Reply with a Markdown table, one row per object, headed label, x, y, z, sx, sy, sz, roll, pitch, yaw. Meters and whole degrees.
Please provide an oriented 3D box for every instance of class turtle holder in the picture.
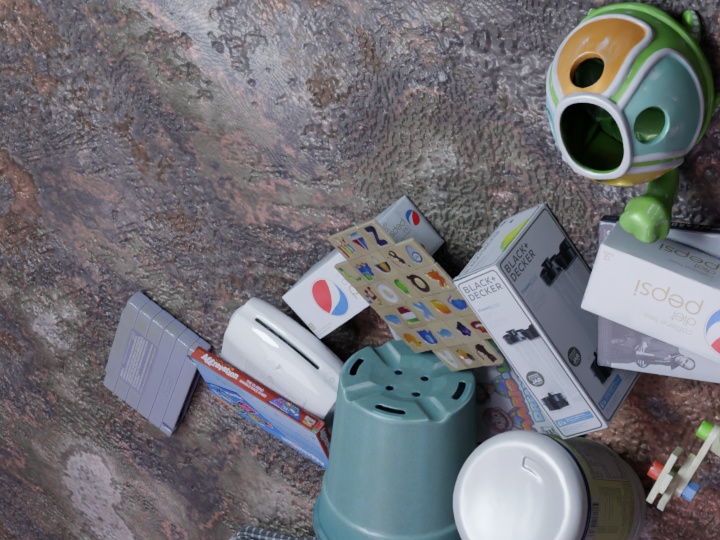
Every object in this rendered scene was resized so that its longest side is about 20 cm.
| label | x | y | z | sx | sy | sz | roll | pitch | yaw |
| --- | --- | --- | --- | --- | --- | --- | --- | --- | --- |
| turtle holder | 0.221 | -0.128 | 1.198 | 0.140 | 0.132 | 0.187 | 24 | 135 | 20 |

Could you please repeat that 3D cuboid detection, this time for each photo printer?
| label | x | y | z | sx | sy | sz | roll | pitch | yaw |
| --- | --- | --- | --- | --- | --- | --- | --- | --- | --- |
| photo printer | -0.089 | 0.117 | 1.647 | 0.166 | 0.070 | 0.200 | 38 | 159 | 7 |

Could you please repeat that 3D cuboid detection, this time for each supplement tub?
| label | x | y | z | sx | sy | sz | roll | pitch | yaw |
| --- | --- | --- | --- | --- | --- | --- | --- | --- | --- |
| supplement tub | 0.200 | 0.241 | 1.442 | 0.144 | 0.199 | 0.147 | -6 | 78 | 32 |

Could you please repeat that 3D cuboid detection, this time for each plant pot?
| label | x | y | z | sx | sy | sz | roll | pitch | yaw |
| --- | --- | --- | --- | --- | --- | --- | --- | --- | --- |
| plant pot | 0.048 | 0.197 | 1.536 | 0.199 | 0.200 | 0.198 | 19 | 125 | 25 |

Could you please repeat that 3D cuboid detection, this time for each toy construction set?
| label | x | y | z | sx | sy | sz | roll | pitch | yaw |
| --- | --- | --- | --- | --- | --- | --- | --- | --- | --- |
| toy construction set | 0.388 | 0.214 | 1.385 | 0.198 | 0.092 | 0.132 | 22 | 135 | 8 |

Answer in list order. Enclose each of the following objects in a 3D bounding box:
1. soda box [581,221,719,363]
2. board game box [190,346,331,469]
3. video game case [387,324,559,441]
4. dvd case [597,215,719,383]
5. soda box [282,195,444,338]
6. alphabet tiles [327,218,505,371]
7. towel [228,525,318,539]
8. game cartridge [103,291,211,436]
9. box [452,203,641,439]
| label | x | y | z | sx | sy | sz | roll | pitch | yaw |
| --- | --- | --- | --- | --- | --- | --- | --- | --- | --- |
| soda box | 0.302 | 0.030 | 1.236 | 0.199 | 0.064 | 0.069 | 22 | 119 | 16 |
| board game box | -0.110 | 0.164 | 1.653 | 0.199 | 0.019 | 0.103 | 28 | 155 | 29 |
| video game case | 0.128 | 0.105 | 1.544 | 0.181 | 0.024 | 0.201 | -6 | 119 | 41 |
| dvd case | 0.317 | 0.032 | 1.290 | 0.198 | 0.025 | 0.152 | 7 | 115 | 23 |
| soda box | 0.000 | 0.000 | 1.530 | 0.068 | 0.064 | 0.200 | 48 | 139 | -5 |
| alphabet tiles | 0.056 | 0.029 | 1.429 | 0.200 | 0.006 | 0.166 | 47 | 153 | -13 |
| towel | -0.091 | 0.447 | 1.955 | 0.164 | 0.086 | 0.201 | 8 | 129 | 36 |
| game cartridge | -0.275 | 0.125 | 1.875 | 0.129 | 0.038 | 0.201 | 40 | 139 | 11 |
| box | 0.190 | 0.050 | 1.381 | 0.060 | 0.117 | 0.201 | -24 | 106 | 46 |
